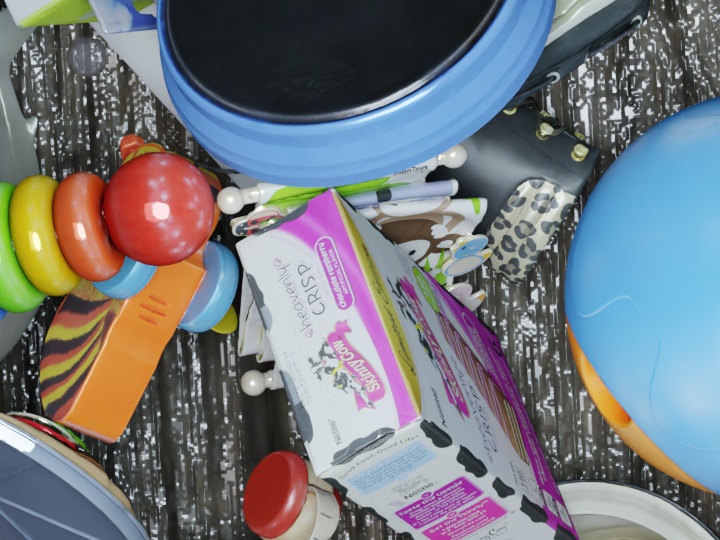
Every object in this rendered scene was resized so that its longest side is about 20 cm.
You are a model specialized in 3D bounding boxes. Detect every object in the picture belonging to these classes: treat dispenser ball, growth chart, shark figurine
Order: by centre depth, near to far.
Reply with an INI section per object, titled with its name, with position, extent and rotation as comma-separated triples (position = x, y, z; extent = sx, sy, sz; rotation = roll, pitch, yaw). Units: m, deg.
[treat dispenser ball]
position = 0.199, 0.013, 1.450
extent = 0.199, 0.201, 0.203
rotation = 1, 97, 6
[growth chart]
position = 0.000, 0.000, 1.477
extent = 0.144, 0.201, 0.018
rotation = -15, 58, -10
[shark figurine]
position = -0.172, -0.033, 1.545
extent = 0.089, 0.128, 0.216
rotation = -3, 70, 15

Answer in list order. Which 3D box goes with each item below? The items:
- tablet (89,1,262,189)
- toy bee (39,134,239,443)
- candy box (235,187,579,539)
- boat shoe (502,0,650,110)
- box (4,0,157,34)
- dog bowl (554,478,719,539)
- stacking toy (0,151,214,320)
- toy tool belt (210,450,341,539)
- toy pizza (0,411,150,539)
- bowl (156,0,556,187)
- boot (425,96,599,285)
[tablet]
position = -0.077, -0.146, 1.514
extent = 0.200, 0.014, 0.130
rotation = 47, 113, 18
[toy bee]
position = -0.101, -0.015, 1.502
extent = 0.200, 0.109, 0.131
rotation = -40, 127, -1
[candy box]
position = 0.026, 0.063, 1.440
extent = 0.061, 0.200, 0.137
rotation = -30, 58, 14
[boat shoe]
position = 0.062, -0.106, 1.450
extent = 0.199, 0.066, 0.075
rotation = -34, 56, -12
[box]
position = -0.160, -0.201, 1.471
extent = 0.047, 0.122, 0.201
rotation = -27, 86, 22
[dog bowl]
position = 0.123, 0.212, 1.501
extent = 0.199, 0.074, 0.202
rotation = -7, 72, 24
[stacking toy]
position = -0.165, -0.012, 1.414
extent = 0.199, 0.085, 0.086
rotation = -14, 95, 16
[toy tool belt]
position = -0.043, 0.196, 1.554
extent = 0.122, 0.125, 0.201
rotation = 24, 105, -34
[toy pizza]
position = -0.192, 0.100, 1.521
extent = 0.199, 0.200, 0.032
rotation = 26, 66, 3
[bowl]
position = -0.006, -0.132, 1.411
extent = 0.199, 0.039, 0.202
rotation = -10, 53, 14
[boot]
position = 0.063, -0.107, 1.517
extent = 0.153, 0.074, 0.204
rotation = 29, 103, 0
